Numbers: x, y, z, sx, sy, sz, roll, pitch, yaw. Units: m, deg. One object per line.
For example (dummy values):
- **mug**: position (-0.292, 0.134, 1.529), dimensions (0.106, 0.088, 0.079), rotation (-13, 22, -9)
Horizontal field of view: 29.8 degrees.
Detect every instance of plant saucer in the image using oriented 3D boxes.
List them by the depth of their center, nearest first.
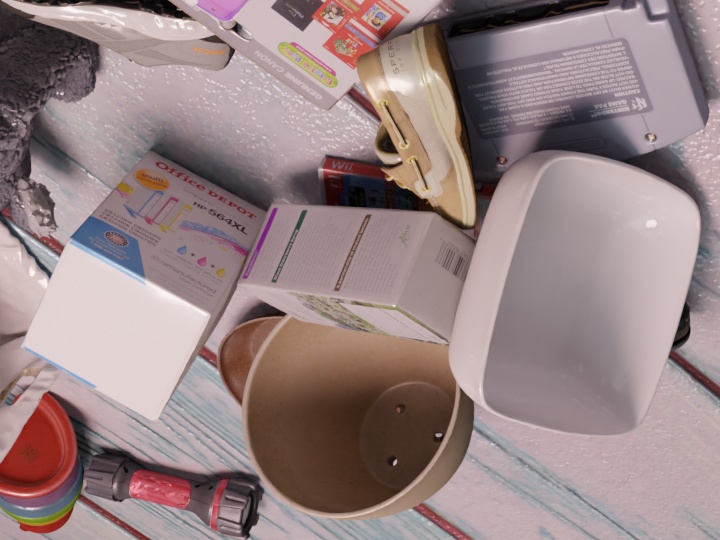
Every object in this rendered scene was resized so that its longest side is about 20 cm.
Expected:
- **plant saucer**: position (-0.040, 0.102, 1.310), dimensions (0.200, 0.037, 0.201), rotation (12, 138, 11)

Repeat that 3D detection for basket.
- **basket**: position (-0.415, 0.065, 1.319), dimensions (0.161, 0.198, 0.200), rotation (-5, 133, 34)

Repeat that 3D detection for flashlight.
- **flashlight**: position (-0.213, 0.250, 1.524), dimensions (0.199, 0.068, 0.068), rotation (11, 128, 13)

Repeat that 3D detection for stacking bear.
- **stacking bear**: position (-0.373, 0.242, 1.559), dimensions (0.114, 0.121, 0.200), rotation (41, 154, 15)

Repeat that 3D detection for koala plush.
- **koala plush**: position (-0.328, -0.110, 1.124), dimensions (0.177, 0.184, 0.200), rotation (21, 151, 2)

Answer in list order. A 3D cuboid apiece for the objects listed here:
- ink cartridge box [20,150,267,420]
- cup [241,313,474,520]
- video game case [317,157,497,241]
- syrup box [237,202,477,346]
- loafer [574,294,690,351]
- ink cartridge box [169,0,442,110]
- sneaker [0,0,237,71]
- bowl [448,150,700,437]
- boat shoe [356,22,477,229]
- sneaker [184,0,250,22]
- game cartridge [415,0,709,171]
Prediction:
- **ink cartridge box**: position (-0.173, 0.002, 1.150), dimensions (0.128, 0.200, 0.125), rotation (29, 122, -3)
- **cup**: position (0.019, 0.128, 1.168), dimensions (0.200, 0.201, 0.143), rotation (-3, 158, 26)
- **video game case**: position (0.066, -0.023, 1.141), dimensions (0.199, 0.017, 0.143), rotation (10, 138, 14)
- **syrup box**: position (0.000, 0.000, 1.062), dimensions (0.079, 0.082, 0.200), rotation (33, 164, -37)
- **loafer**: position (0.170, 0.028, 1.094), dimensions (0.199, 0.072, 0.063), rotation (2, 130, 3)
- **ink cartridge box**: position (-0.046, -0.230, 0.917), dimensions (0.200, 0.084, 0.176), rotation (35, 140, -14)
- **sneaker**: position (-0.188, -0.193, 1.032), dimensions (0.200, 0.074, 0.079), rotation (14, 144, 10)
- **bowl**: position (0.152, 0.015, 1.002), dimensions (0.200, 0.200, 0.075), rotation (14, -176, -39)
- **boat shoe**: position (0.042, -0.095, 0.958), dimensions (0.066, 0.074, 0.200), rotation (-11, 143, 7)
- **sneaker**: position (-0.138, -0.197, 0.881), dimensions (0.200, 0.073, 0.114), rotation (-8, 134, 34)
- **game cartridge**: position (0.142, -0.133, 0.977), dimensions (0.200, 0.041, 0.134), rotation (-6, 128, 29)
